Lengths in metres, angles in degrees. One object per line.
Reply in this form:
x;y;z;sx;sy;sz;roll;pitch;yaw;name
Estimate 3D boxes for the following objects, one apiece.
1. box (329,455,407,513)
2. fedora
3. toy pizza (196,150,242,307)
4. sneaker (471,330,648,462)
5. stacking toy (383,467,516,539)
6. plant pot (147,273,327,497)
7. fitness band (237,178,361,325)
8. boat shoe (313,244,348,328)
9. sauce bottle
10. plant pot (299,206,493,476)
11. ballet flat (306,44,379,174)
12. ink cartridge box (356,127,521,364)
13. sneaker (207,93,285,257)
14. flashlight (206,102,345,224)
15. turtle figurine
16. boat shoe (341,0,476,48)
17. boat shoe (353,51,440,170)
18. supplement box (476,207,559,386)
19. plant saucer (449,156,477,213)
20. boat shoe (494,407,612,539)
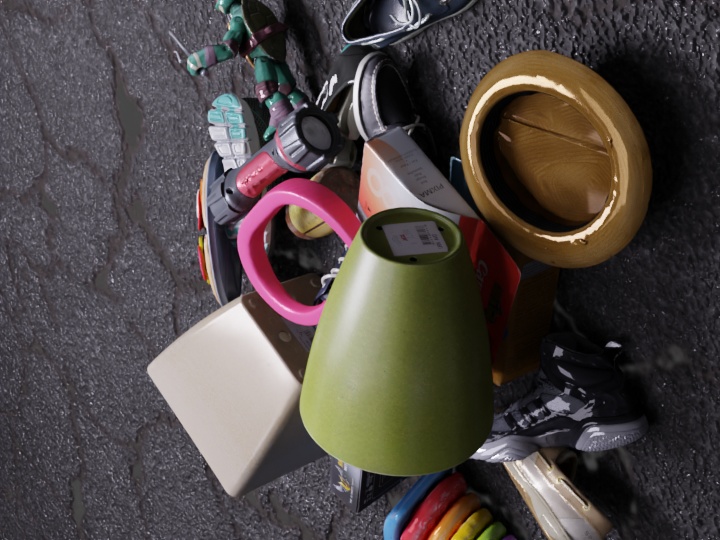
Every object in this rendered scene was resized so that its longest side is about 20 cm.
0.043;0.148;1.367;0.048;0.158;0.200;38;143;30;box
0.181;-0.101;1.115;0.200;0.082;0.201;17;115;40;fedora
-0.176;-0.046;1.559;0.200;0.032;0.201;-4;-90;-86;toy pizza
0.175;0.120;1.241;0.200;0.075;0.114;-10;94;27;sneaker
0.133;0.314;1.428;0.200;0.110;0.116;36;152;20;stacking toy
-0.099;0.119;1.540;0.200;0.200;0.177;53;131;17;plant pot
-0.062;-0.017;1.342;0.144;0.037;0.200;50;145;0;fitness band
0.000;0.000;1.409;0.075;0.093;0.200;33;134;38;boat shoe
-0.050;-0.070;1.433;0.066;0.066;0.200;67;160;-2;sauce bottle
0.040;0.049;1.162;0.187;0.187;0.200;34;135;36;plant pot
-0.026;-0.154;1.365;0.200;0.068;0.069;115;148;-48;ballet flat
0.067;-0.015;1.225;0.200;0.050;0.162;55;156;28;ink cartridge box
-0.115;-0.111;1.494;0.077;0.091;0.201;6;106;41;sneaker
-0.098;-0.106;1.362;0.200;0.068;0.068;-33;75;46;flashlight
-0.125;-0.243;1.405;0.101;0.150;0.200;-32;89;38;turtle figurine
0.050;-0.267;1.215;0.200;0.062;0.075;-18;93;54;boat shoe
0.045;-0.125;1.296;0.060;0.074;0.200;17;125;47;boat shoe
0.149;0.013;1.248;0.067;0.069;0.200;36;138;39;supplement box
0.118;-0.019;1.311;0.070;0.019;0.200;31;132;40;plant saucer
0.192;0.209;1.300;0.074;0.069;0.200;56;-177;-46;boat shoe
